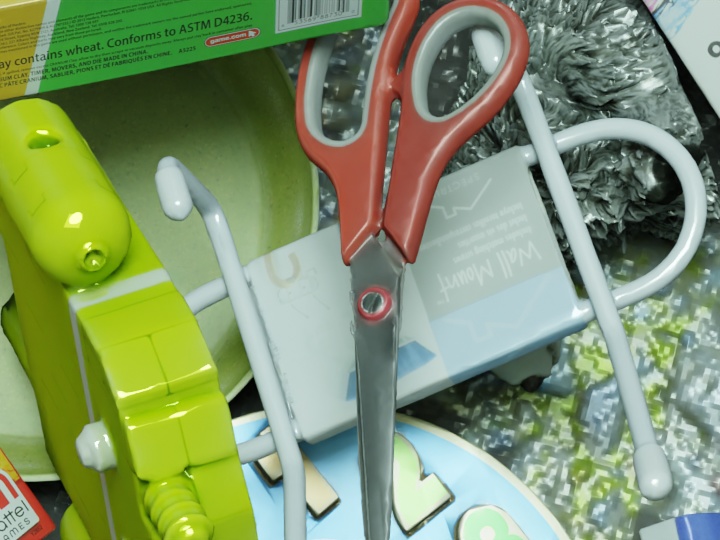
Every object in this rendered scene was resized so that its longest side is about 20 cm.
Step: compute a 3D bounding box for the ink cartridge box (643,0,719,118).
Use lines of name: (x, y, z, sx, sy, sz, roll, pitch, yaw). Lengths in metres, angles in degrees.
ink cartridge box: (0.153, -0.115, 0.939, 0.116, 0.068, 0.201, -32, 96, 27)

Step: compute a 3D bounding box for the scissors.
scissors: (0.000, 0.000, 0.859, 0.073, 0.014, 0.201, 8, 72, 21)

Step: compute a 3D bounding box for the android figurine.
android figurine: (-0.076, 0.041, 0.872, 0.041, 0.183, 0.200, -16, 39, -14)

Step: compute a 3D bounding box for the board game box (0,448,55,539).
board game box: (-0.212, 0.046, 0.895, 0.151, 0.046, 0.201, -40, 98, -37)

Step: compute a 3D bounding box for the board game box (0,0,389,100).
board game box: (-0.091, -0.146, 0.904, 0.152, 0.040, 0.201, -13, 52, -13)

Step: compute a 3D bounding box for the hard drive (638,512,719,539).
hard drive: (0.155, 0.178, 0.912, 0.025, 0.132, 0.201, -23, 72, 36)

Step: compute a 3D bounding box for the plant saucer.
plant saucer: (-0.113, -0.022, 1.003, 0.198, 0.031, 0.202, 0, 74, 0)

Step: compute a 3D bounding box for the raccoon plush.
raccoon plush: (0.037, -0.057, 0.993, 0.133, 0.097, 0.201, -21, 68, 1)

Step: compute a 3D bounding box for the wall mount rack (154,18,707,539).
wall mount rack: (0.018, 0.022, 0.886, 0.199, 0.075, 0.175, -24, 65, 9)

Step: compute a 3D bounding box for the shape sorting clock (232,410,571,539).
shape sorting clock: (-0.011, 0.144, 0.956, 0.198, 0.039, 0.202, 0, 75, -1)
